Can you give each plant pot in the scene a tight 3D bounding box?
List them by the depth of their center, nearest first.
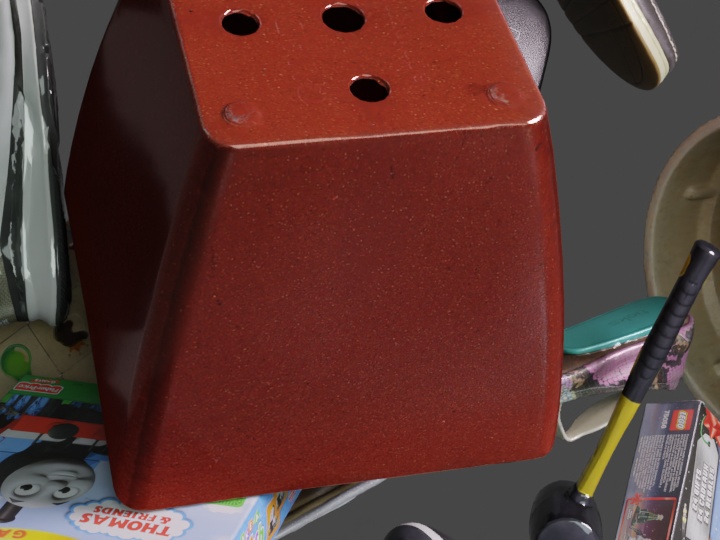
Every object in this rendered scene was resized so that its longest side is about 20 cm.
[{"bbox_3d":[-0.017,-0.041,0.675,0.198,0.177,0.201,-5,49,-16],"label":"plant pot"},{"bbox_3d":[0.302,-0.009,0.927,0.182,0.200,0.202,-14,90,-32],"label":"plant pot"}]

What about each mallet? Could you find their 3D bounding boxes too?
[{"bbox_3d":[0.144,0.079,0.854,0.041,0.066,0.201,24,112,0],"label":"mallet"}]

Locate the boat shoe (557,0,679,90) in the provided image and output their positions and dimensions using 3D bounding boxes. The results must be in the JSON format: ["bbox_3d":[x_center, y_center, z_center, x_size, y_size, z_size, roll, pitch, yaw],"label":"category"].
[{"bbox_3d":[0.138,-0.204,0.933,0.065,0.073,0.201,-34,97,-15],"label":"boat shoe"}]

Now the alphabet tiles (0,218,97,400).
[{"bbox_3d":[-0.087,0.026,0.794,0.199,0.008,0.168,-36,72,-5],"label":"alphabet tiles"}]

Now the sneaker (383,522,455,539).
[{"bbox_3d":[0.092,0.198,0.889,0.200,0.072,0.083,43,47,-13],"label":"sneaker"}]

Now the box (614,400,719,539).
[{"bbox_3d":[0.186,0.193,0.877,0.137,0.040,0.201,44,53,-37],"label":"box"}]

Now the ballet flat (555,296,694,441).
[{"bbox_3d":[0.106,0.067,0.902,0.198,0.069,0.072,-11,108,-22],"label":"ballet flat"}]

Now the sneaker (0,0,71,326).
[{"bbox_3d":[-0.208,-0.068,0.784,0.114,0.076,0.203,-5,74,-9],"label":"sneaker"}]

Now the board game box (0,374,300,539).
[{"bbox_3d":[-0.120,0.113,0.671,0.150,0.200,0.037,6,117,14],"label":"board game box"}]

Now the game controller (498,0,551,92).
[{"bbox_3d":[0.012,-0.138,0.856,0.199,0.042,0.105,22,79,-17],"label":"game controller"}]

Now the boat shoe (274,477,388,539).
[{"bbox_3d":[0.012,0.077,0.808,0.201,0.065,0.075,-27,129,12],"label":"boat shoe"}]
